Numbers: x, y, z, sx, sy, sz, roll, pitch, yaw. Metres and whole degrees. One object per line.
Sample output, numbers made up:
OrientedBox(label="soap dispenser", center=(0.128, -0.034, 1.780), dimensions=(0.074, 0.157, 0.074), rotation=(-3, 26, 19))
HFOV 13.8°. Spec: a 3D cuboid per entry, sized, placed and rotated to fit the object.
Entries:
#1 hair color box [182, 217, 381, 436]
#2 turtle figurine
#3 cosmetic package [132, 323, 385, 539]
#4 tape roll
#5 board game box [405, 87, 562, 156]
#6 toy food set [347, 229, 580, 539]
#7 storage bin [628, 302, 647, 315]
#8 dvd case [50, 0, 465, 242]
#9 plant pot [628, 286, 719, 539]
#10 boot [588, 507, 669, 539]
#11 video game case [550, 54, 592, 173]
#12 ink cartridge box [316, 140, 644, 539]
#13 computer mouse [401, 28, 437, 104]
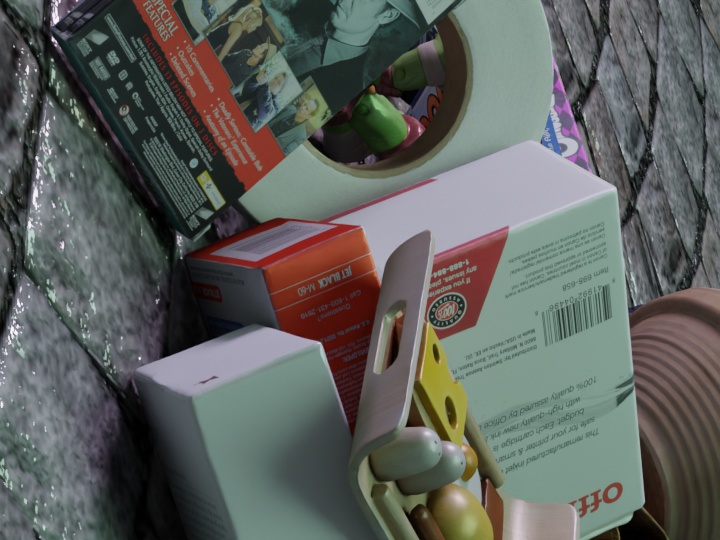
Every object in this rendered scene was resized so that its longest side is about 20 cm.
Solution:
OrientedBox(label="hair color box", center=(-0.016, 0.079, 1.492), dimensions=(0.111, 0.064, 0.200), rotation=(7, -62, 65))
OrientedBox(label="turtle figurine", center=(0.018, -0.133, 1.674), dimensions=(0.194, 0.144, 0.200), rotation=(68, 37, -54))
OrientedBox(label="cosmetic package", center=(-0.034, 0.133, 1.400), dimensions=(0.101, 0.071, 0.200), rotation=(14, -56, 70))
OrientedBox(label="tape roll", center=(0.003, -0.104, 1.568), dimensions=(0.037, 0.202, 0.203), rotation=(-155, -136, -71))
OrientedBox(label="board game box", center=(0.069, -0.055, 1.770), dimensions=(0.200, 0.034, 0.136), rotation=(120, -42, -64))
OrientedBox(label="toy food set", center=(0.057, 0.098, 1.416), dimensions=(0.144, 0.060, 0.200), rotation=(-80, 150, -49))
OrientedBox(label="storage bin", center=(0.180, 0.137, 2.060), dimensions=(0.200, 0.094, 0.135), rotation=(-86, 155, -45))
OrientedBox(label="dvd case", center=(-0.046, -0.129, 1.482), dimensions=(0.022, 0.200, 0.146), rotation=(35, -18, 47))
OrientedBox(label="plant pot", center=(0.185, 0.116, 1.745), dimensions=(0.093, 0.201, 0.201), rotation=(-14, 90, -31))
OrientedBox(label="boot", center=(0.103, 0.162, 1.712), dimensions=(0.200, 0.155, 0.077), rotation=(24, 54, -67))
OrientedBox(label="video game case", center=(0.108, -0.045, 1.812), dimensions=(0.181, 0.036, 0.200), rotation=(96, -20, -64))
OrientedBox(label="ink cartridge box", center=(0.064, 0.054, 1.563), dimensions=(0.084, 0.144, 0.200), rotation=(35, -40, 52))
OrientedBox(label="computer mouse", center=(0.002, -0.166, 1.845), dimensions=(0.200, 0.034, 0.059), rotation=(51, 33, -40))
